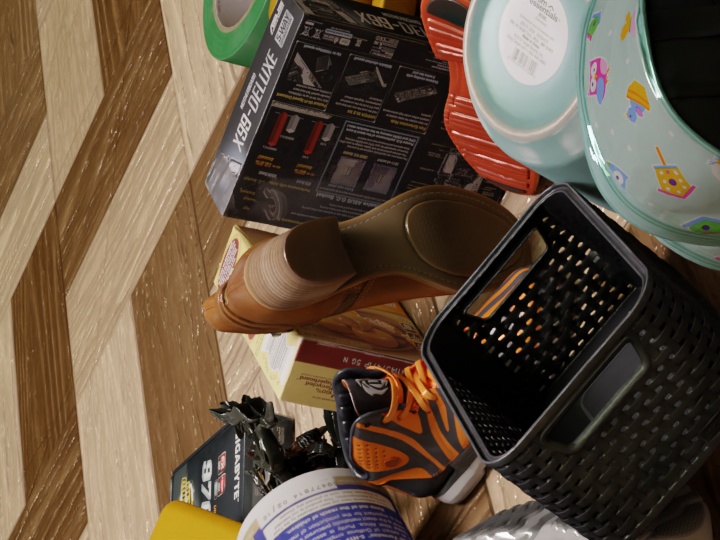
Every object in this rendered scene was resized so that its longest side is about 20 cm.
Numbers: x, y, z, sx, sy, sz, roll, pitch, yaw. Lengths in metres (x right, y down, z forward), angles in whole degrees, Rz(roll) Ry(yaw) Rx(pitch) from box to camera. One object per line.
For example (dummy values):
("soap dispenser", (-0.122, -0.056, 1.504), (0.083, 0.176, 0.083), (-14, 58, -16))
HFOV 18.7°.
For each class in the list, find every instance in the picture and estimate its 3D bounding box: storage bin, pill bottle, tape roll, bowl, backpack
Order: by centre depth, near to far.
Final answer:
("backpack", (0.201, -0.087, 1.069), (0.153, 0.200, 0.176), (-39, 44, 55))
("storage bin", (0.126, 0.050, 1.228), (0.135, 0.094, 0.200), (-50, 21, 8))
("bowl", (0.136, -0.131, 1.289), (0.201, 0.105, 0.201), (2, 93, 51))
("pill bottle", (0.001, 0.237, 1.448), (0.120, 0.120, 0.200), (-65, 34, 26))
("tape roll", (-0.086, -0.285, 2.009), (0.200, 0.048, 0.201), (-42, 42, 53))

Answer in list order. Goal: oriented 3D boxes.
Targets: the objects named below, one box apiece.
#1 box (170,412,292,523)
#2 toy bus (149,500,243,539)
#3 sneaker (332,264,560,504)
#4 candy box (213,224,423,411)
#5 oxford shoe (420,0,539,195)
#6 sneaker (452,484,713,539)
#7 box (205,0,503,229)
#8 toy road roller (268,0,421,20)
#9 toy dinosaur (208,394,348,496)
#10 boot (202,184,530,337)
("box", (-0.109, 0.234, 1.799), (0.159, 0.046, 0.200), (-42, 41, 52))
("toy bus", (-0.077, 0.228, 1.637), (0.200, 0.078, 0.065), (10, 73, 54))
("sneaker", (0.050, 0.074, 1.438), (0.200, 0.112, 0.078), (-63, 27, 29))
("candy box", (-0.027, 0.039, 1.626), (0.055, 0.115, 0.200), (-68, 25, 19))
("oxford shoe", (0.096, -0.129, 1.434), (0.073, 0.071, 0.200), (-54, -31, -28))
("sneaker", (0.140, 0.172, 1.272), (0.200, 0.075, 0.082), (-18, 98, 57))
("box", (0.014, -0.096, 1.497), (0.158, 0.200, 0.050), (-67, 30, 25))
("toy road roller", (0.022, -0.206, 1.600), (0.200, 0.146, 0.123), (-3, 76, 66))
("toy dinosaur", (-0.033, 0.149, 1.641), (0.200, 0.102, 0.136), (-8, 101, 52))
("boot", (0.000, 0.000, 1.485), (0.155, 0.200, 0.074), (-33, 61, 60))
